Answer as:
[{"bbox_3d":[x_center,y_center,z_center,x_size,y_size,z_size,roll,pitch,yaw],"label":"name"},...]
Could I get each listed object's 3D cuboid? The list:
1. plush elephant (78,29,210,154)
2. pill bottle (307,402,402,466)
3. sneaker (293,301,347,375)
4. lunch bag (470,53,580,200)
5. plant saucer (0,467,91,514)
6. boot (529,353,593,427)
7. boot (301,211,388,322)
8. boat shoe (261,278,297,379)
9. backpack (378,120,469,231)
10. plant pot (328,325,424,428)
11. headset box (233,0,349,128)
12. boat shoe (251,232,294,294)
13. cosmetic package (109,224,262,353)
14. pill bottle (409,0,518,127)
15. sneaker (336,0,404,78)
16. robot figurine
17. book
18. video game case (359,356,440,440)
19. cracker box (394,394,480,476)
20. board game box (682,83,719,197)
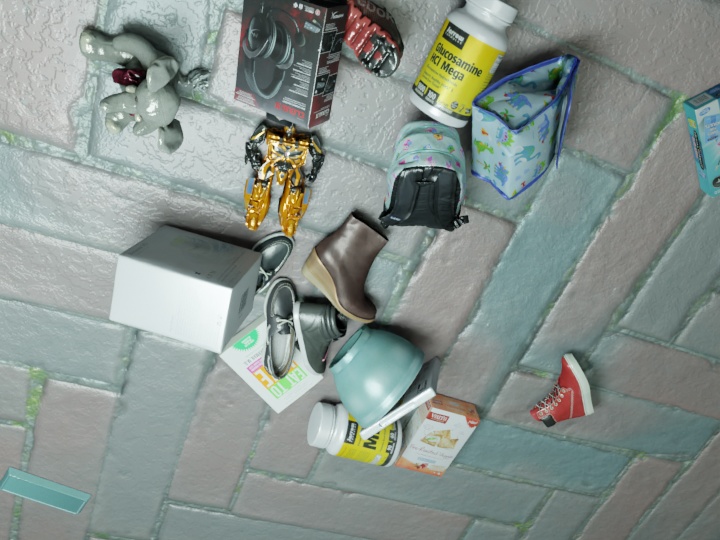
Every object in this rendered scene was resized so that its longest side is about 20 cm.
[{"bbox_3d":[-0.335,-0.272,1.032,0.195,0.156,0.167,-3,123,-6],"label":"plush elephant"},{"bbox_3d":[-0.014,0.368,1.505,0.197,0.115,0.116,17,119,-18],"label":"pill bottle"},{"bbox_3d":[-0.070,0.145,1.365,0.097,0.071,0.203,-2,130,12],"label":"sneaker"},{"bbox_3d":[0.291,-0.248,1.131,0.199,0.127,0.171,-38,150,-19],"label":"lunch bag"},{"bbox_3d":[-0.739,0.521,1.557,0.198,0.019,0.070,30,114,-25],"label":"plant saucer"},{"bbox_3d":[0.457,0.287,1.551,0.142,0.073,0.202,-20,126,7],"label":"boot"},{"bbox_3d":[0.000,0.000,1.300,0.199,0.073,0.166,38,112,-23],"label":"boot"},{"bbox_3d":[-0.159,0.119,1.334,0.073,0.060,0.204,5,105,-28],"label":"boat shoe"},{"bbox_3d":[0.111,-0.160,1.157,0.163,0.129,0.201,-2,155,1],"label":"backpack"},{"bbox_3d":[0.018,0.201,1.375,0.134,0.201,0.201,41,111,-4],"label":"plant pot"},{"bbox_3d":[-0.112,-0.328,1.039,0.147,0.077,0.203,25,121,18],"label":"headset box"},{"bbox_3d":[-0.203,0.009,1.285,0.075,0.061,0.200,37,111,-26],"label":"boat shoe"},{"bbox_3d":[-0.297,0.024,1.163,0.196,0.200,0.125,15,109,1],"label":"cosmetic package"},{"bbox_3d":[0.169,-0.347,1.083,0.111,0.113,0.202,18,118,-18],"label":"pill bottle"},{"bbox_3d":[-0.004,-0.397,1.054,0.200,0.098,0.071,45,129,-4],"label":"sneaker"},{"bbox_3d":[-0.142,-0.163,1.186,0.142,0.059,0.203,8,121,-14],"label":"robot figurine"},{"bbox_3d":[-0.187,0.196,1.419,0.133,0.048,0.201,-35,120,7],"label":"book"},{"bbox_3d":[0.089,0.268,1.416,0.181,0.200,0.023,-35,94,14],"label":"video game case"},{"bbox_3d":[0.177,0.392,1.582,0.132,0.058,0.202,17,117,-19],"label":"cracker box"},{"bbox_3d":[0.707,-0.259,1.254,0.149,0.047,0.202,-26,122,9],"label":"board game box"}]
